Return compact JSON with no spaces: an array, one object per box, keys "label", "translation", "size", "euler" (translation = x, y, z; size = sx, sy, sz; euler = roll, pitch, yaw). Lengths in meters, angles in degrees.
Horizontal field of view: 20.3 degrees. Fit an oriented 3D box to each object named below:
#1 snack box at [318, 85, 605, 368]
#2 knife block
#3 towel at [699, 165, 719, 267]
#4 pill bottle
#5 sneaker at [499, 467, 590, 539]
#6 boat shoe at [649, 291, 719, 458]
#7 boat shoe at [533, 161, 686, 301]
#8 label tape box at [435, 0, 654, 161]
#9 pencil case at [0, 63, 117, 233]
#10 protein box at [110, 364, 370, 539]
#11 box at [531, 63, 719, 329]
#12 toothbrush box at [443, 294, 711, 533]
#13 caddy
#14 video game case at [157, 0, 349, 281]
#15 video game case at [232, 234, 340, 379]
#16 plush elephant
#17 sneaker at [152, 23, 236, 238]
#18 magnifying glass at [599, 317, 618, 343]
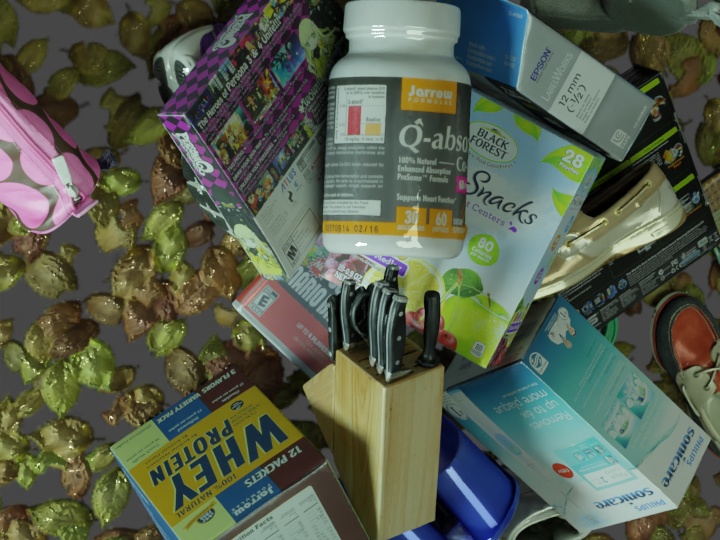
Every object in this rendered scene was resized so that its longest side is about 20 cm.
[{"label":"snack box","translation":[0.085,-0.046,1.688],"size":[0.201,0.168,0.068],"euler":[-64,167,7]},{"label":"knife block","translation":[0.030,0.103,1.632],"size":[0.064,0.175,0.201],"euler":[-17,79,-31]},{"label":"towel","translation":[0.408,-0.041,1.966],"size":[0.146,0.022,0.201],"euler":[-36,121,-11]},{"label":"pill bottle","translation":[0.030,-0.111,1.609],"size":[0.116,0.116,0.202],"euler":[2,91,-28]},{"label":"sneaker","translation":[0.205,0.221,1.918],"size":[0.199,0.115,0.074],"euler":[-18,117,-21]},{"label":"boat shoe","translation":[0.341,0.108,1.971],"size":[0.071,0.063,0.201],"euler":[-31,121,-10]},{"label":"boat shoe","translation":[0.187,-0.033,1.762],"size":[0.199,0.074,0.070],"euler":[-28,103,-13]},{"label":"label tape box","translation":[0.129,-0.175,1.682],"size":[0.199,0.143,0.066],"euler":[28,92,-34]},{"label":"pencil case","translation":[-0.280,-0.118,1.527],"size":[0.091,0.094,0.200],"euler":[-45,123,-3]},{"label":"protein box","translation":[-0.085,0.227,1.717],"size":[0.134,0.198,0.201],"euler":[-33,123,-12]},{"label":"box","translation":[0.217,-0.055,1.833],"size":[0.199,0.047,0.194],"euler":[-34,117,-14]},{"label":"toothbrush box","translation":[0.186,0.131,1.784],"size":[0.200,0.146,0.086],"euler":[42,58,-15]},{"label":"caddy","translation":[0.064,0.211,1.798],"size":[0.141,0.200,0.105],"euler":[-42,108,-2]},{"label":"video game case","translation":[-0.060,-0.125,1.618],"size":[0.201,0.036,0.182],"euler":[-57,132,-31]},{"label":"video game case","translation":[0.000,0.000,1.771],"size":[0.200,0.017,0.143],"euler":[-47,124,-2]},{"label":"plush elephant","translation":[0.251,-0.289,1.707],"size":[0.198,0.156,0.165],"euler":[13,153,1]},{"label":"sneaker","translation":[-0.099,-0.108,1.640],"size":[0.083,0.080,0.201],"euler":[-33,127,-27]},{"label":"magnifying glass","translation":[0.164,0.034,1.872],"size":[0.199,0.022,0.080],"euler":[28,96,-36]}]
